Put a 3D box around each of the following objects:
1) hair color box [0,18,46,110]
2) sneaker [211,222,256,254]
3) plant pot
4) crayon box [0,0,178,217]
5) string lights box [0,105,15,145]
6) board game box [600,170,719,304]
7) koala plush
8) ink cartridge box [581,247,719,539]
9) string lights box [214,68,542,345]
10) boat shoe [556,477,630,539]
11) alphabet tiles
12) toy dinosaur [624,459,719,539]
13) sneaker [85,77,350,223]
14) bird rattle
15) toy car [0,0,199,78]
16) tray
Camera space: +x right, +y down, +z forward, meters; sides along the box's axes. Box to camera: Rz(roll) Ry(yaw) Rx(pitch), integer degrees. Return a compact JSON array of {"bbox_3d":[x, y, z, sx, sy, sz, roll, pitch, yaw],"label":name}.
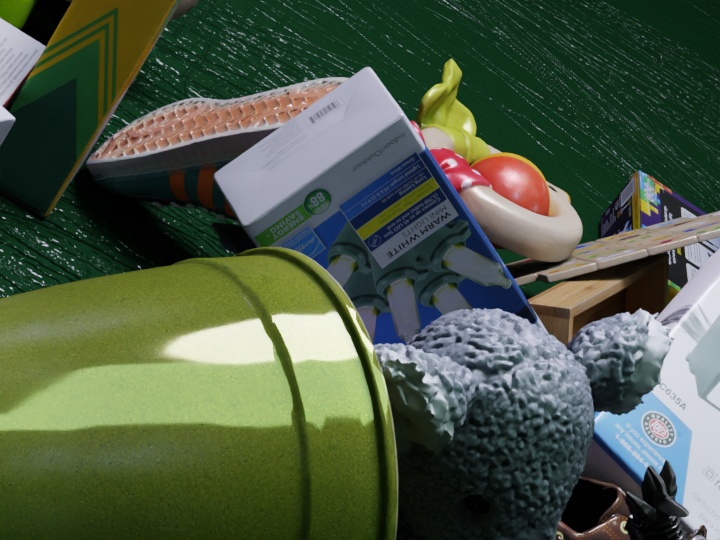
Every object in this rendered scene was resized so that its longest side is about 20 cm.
[{"bbox_3d":[-0.286,-0.138,1.245,0.200,0.064,0.111,34,25,-7],"label":"hair color box"},{"bbox_3d":[-0.001,0.002,1.357,0.104,0.060,0.200,47,36,21],"label":"sneaker"},{"bbox_3d":[-0.119,0.088,0.912,0.192,0.201,0.201,2,38,-33],"label":"plant pot"},{"bbox_3d":[-0.140,-0.142,1.274,0.051,0.200,0.126,32,23,-7],"label":"crayon box"},{"bbox_3d":[-0.279,-0.098,1.126,0.200,0.103,0.059,43,25,16],"label":"string lights box"},{"bbox_3d":[0.262,0.022,1.686,0.165,0.057,0.200,34,23,-8],"label":"board game box"},{"bbox_3d":[0.038,0.085,0.997,0.177,0.200,0.184,-5,60,-26],"label":"koala plush"},{"bbox_3d":[0.224,0.089,1.327,0.146,0.086,0.200,44,63,1],"label":"ink cartridge box"},{"bbox_3d":[0.018,-0.002,1.222,0.200,0.103,0.059,54,2,-38],"label":"string lights box"},{"bbox_3d":[0.123,0.149,1.242,0.200,0.070,0.070,31,23,-12],"label":"boat shoe"},{"bbox_3d":[0.172,-0.015,1.480,0.166,0.199,0.006,-150,-135,-84],"label":"alphabet tiles"},{"bbox_3d":[0.169,0.187,1.146,0.102,0.200,0.136,-31,56,-34],"label":"toy dinosaur"},{"bbox_3d":[-0.072,-0.054,1.287,0.071,0.200,0.080,-50,124,-43],"label":"sneaker"},{"bbox_3d":[0.075,-0.062,1.458,0.163,0.113,0.200,27,9,-5],"label":"bird rattle"},{"bbox_3d":[-0.180,-0.244,1.483,0.157,0.165,0.200,26,15,-21],"label":"toy car"},{"bbox_3d":[0.149,0.052,1.422,0.037,0.099,0.200,7,13,23],"label":"tray"}]
